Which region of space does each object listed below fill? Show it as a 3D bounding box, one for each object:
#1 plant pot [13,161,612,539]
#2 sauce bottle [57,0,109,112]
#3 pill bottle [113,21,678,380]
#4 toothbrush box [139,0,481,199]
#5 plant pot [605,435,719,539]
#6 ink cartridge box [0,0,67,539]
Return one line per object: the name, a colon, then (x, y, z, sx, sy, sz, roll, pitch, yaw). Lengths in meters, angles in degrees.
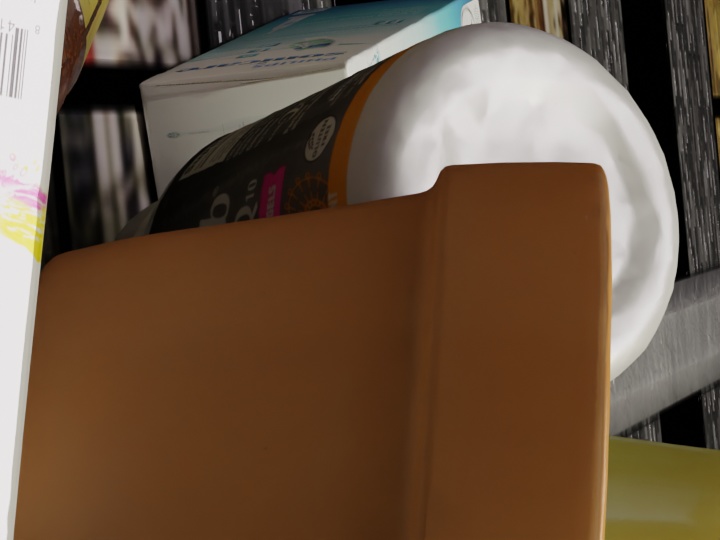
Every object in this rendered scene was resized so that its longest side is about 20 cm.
plant pot: (-0.014, 0.068, 0.693, 0.200, 0.139, 0.201, 5, 90, -89)
sauce bottle: (-0.105, -0.069, 0.760, 0.200, 0.066, 0.066, -82, 161, -67)
pill bottle: (0.000, 0.000, 0.883, 0.116, 0.200, 0.117, 9, 74, -31)
toothbrush box: (-0.006, -0.023, 1.087, 0.200, 0.085, 0.147, -35, 119, -69)
plant pot: (0.070, 0.144, 1.110, 0.201, 0.188, 0.202, -5, 90, -74)
ink cartridge box: (-0.132, 0.000, 0.589, 0.117, 0.067, 0.201, 9, 84, -37)
